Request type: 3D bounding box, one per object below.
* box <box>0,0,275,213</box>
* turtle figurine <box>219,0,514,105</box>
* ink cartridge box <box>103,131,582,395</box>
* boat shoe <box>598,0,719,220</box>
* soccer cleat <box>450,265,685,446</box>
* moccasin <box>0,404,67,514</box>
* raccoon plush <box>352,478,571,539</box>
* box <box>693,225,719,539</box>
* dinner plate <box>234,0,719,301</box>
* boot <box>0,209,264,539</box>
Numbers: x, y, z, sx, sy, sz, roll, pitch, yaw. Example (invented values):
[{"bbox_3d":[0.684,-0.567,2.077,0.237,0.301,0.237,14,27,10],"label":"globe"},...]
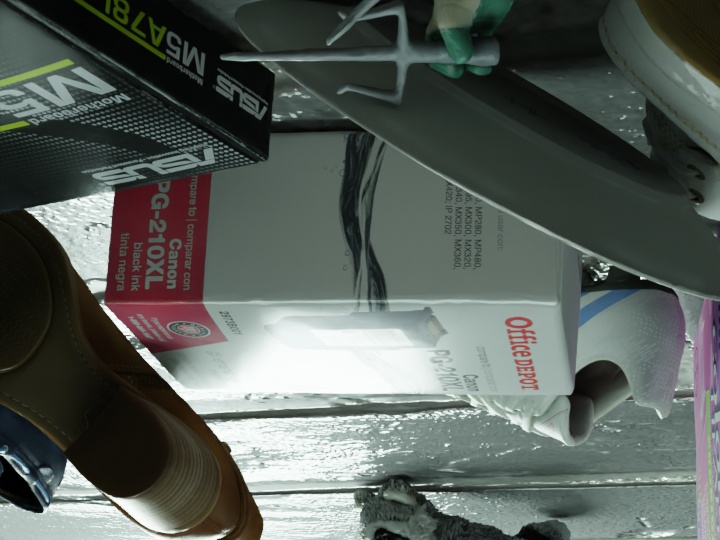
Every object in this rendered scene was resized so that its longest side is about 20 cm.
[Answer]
[{"bbox_3d":[-0.168,-0.078,0.666,0.200,0.048,0.193,-8,155,31],"label":"box"},{"bbox_3d":[0.045,-0.116,0.453,0.200,0.101,0.150,-15,174,4],"label":"turtle figurine"},{"bbox_3d":[0.000,0.000,0.800,0.200,0.085,0.145,0,161,10],"label":"ink cartridge box"},{"bbox_3d":[0.139,-0.049,0.644,0.069,0.071,0.200,-32,145,28],"label":"boat shoe"},{"bbox_3d":[0.086,0.055,0.940,0.200,0.087,0.070,-15,153,42],"label":"soccer cleat"},{"bbox_3d":[-0.267,0.125,1.210,0.080,0.068,0.200,-9,157,30],"label":"moccasin"},{"bbox_3d":[0.076,0.216,1.449,0.097,0.134,0.200,-32,176,34],"label":"raccoon plush"},{"bbox_3d":[0.226,0.091,0.885,0.096,0.176,0.200,0,160,6],"label":"box"},{"bbox_3d":[0.050,-0.050,0.597,0.200,0.024,0.200,29,-166,-8],"label":"dinner plate"},{"bbox_3d":[-0.126,0.059,0.866,0.200,0.077,0.155,41,175,25],"label":"boot"}]
